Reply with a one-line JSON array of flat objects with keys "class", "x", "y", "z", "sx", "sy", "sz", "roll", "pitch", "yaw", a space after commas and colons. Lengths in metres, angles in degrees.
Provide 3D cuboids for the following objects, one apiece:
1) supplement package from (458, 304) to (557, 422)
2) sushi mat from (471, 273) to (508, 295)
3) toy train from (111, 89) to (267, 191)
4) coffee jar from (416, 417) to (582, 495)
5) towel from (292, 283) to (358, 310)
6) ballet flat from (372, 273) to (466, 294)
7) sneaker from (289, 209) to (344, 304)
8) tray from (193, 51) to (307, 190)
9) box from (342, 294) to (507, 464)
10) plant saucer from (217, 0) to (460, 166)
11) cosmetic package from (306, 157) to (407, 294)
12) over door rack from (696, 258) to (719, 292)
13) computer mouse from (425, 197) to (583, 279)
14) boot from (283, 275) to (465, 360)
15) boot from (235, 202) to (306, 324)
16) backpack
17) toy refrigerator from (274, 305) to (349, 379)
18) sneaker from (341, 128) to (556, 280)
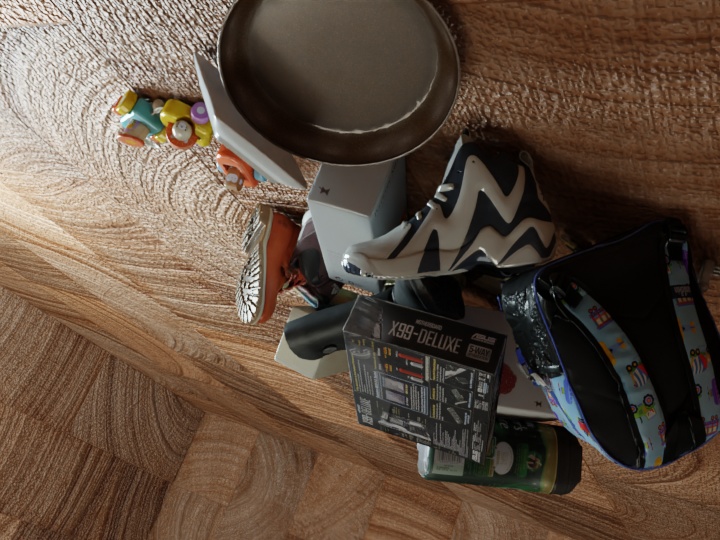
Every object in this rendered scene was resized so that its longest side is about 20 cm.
[{"class": "supplement package", "x": 0.161, "y": 0.121, "z": 0.977, "sx": 0.197, "sy": 0.123, "sz": 0.120, "roll": 10, "pitch": 165, "yaw": -14}, {"class": "sushi mat", "x": 0.243, "y": 0.046, "z": 0.968, "sx": 0.198, "sy": 0.012, "sz": 0.096, "roll": 29, "pitch": 160, "yaw": -12}, {"class": "toy train", "x": -0.216, "y": -0.148, "z": 0.932, "sx": 0.197, "sy": 0.056, "sz": 0.151, "roll": 16, "pitch": 158, "yaw": 19}, {"class": "coffee jar", "x": 0.174, "y": 0.230, "z": 0.967, "sx": 0.197, "sy": 0.087, "sz": 0.104, "roll": 7, "pitch": 172, "yaw": -3}, {"class": "towel", "x": -0.001, "y": 0.050, "z": 1.096, "sx": 0.198, "sy": 0.022, "sz": 0.146, "roll": 17, "pitch": -173, "yaw": -29}, {"class": "ballet flat", "x": 0.063, "y": 0.029, "z": 1.046, "sx": 0.070, "sy": 0.071, "sz": 0.199, "roll": 35, "pitch": 157, "yaw": -29}, {"class": "sneaker", "x": 0.000, "y": 0.000, "z": 0.965, "sx": 0.197, "sy": 0.117, "sz": 0.076, "roll": 16, "pitch": 155, "yaw": 20}, {"class": "tray", "x": -0.112, "y": -0.140, "z": 0.720, "sx": 0.107, "sy": 0.022, "sz": 0.201, "roll": 38, "pitch": -167, "yaw": -32}, {"class": "box", "x": 0.068, "y": 0.121, "z": 0.813, "sx": 0.156, "sy": 0.050, "sz": 0.201, "roll": 15, "pitch": 144, "yaw": 17}, {"class": "plant saucer", "x": -0.017, "y": -0.167, "z": 0.625, "sx": 0.197, "sy": 0.032, "sz": 0.202, "roll": 4, "pitch": 142, "yaw": 3}, {"class": "cosmetic package", "x": 0.003, "y": -0.063, "z": 0.837, "sx": 0.070, "sy": 0.103, "sz": 0.201, "roll": 18, "pitch": 160, "yaw": 12}, {"class": "over door rack", "x": 0.399, "y": 0.071, "z": 0.780, "sx": 0.146, "sy": 0.067, "sz": 0.201, "roll": 18, "pitch": 159, "yaw": 18}, {"class": "computer mouse", "x": 0.167, "y": -0.018, "z": 0.837, "sx": 0.199, "sy": 0.046, "sz": 0.140, "roll": 37, "pitch": 150, "yaw": -24}, {"class": "boot", "x": 0.001, "y": 0.043, "z": 0.854, "sx": 0.197, "sy": 0.067, "sz": 0.165, "roll": -14, "pitch": 154, "yaw": 20}, {"class": "boot", "x": -0.104, "y": 0.000, "z": 1.008, "sx": 0.106, "sy": 0.202, "sz": 0.075, "roll": 25, "pitch": 130, "yaw": -21}, {"class": "backpack", "x": 0.240, "y": 0.075, "z": 0.713, "sx": 0.202, "sy": 0.180, "sz": 0.134, "roll": 68, "pitch": 162, "yaw": 4}, {"class": "toy refrigerator", "x": -0.040, "y": 0.092, "z": 1.057, "sx": 0.069, "sy": 0.077, "sz": 0.200, "roll": 23, "pitch": -173, "yaw": 19}, {"class": "sneaker", "x": 0.076, "y": -0.062, "z": 0.708, "sx": 0.196, "sy": 0.132, "sz": 0.079, "roll": -7, "pitch": 177, "yaw": 14}]
